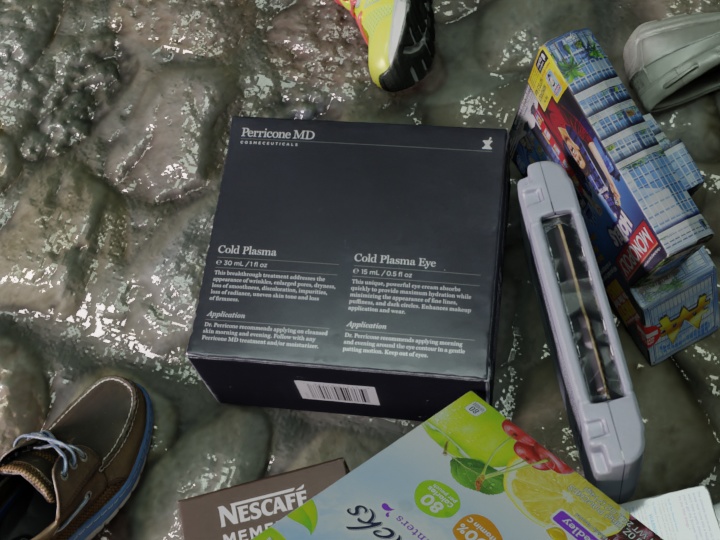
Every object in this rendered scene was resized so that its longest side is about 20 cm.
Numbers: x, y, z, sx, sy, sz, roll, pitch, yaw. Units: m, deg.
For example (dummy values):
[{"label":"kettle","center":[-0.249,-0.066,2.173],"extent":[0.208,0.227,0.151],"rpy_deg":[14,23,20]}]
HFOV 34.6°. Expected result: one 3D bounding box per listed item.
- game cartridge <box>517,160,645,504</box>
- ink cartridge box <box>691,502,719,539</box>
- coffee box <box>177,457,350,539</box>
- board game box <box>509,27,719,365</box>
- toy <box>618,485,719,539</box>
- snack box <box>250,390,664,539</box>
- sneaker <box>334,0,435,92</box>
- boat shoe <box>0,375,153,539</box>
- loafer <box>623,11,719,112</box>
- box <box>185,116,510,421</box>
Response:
[{"label":"game cartridge","center":[0.142,0.045,0.750],"extent":[0.041,0.133,0.201],"rpy_deg":[-12,66,1]},{"label":"ink cartridge box","center":[0.325,0.194,0.711],"extent":[0.199,0.057,0.163],"rpy_deg":[-19,65,-7]},{"label":"coffee box","center":[-0.039,0.233,0.717],"extent":[0.114,0.080,0.201],"rpy_deg":[-15,65,-1]},{"label":"board game box","center":[0.180,-0.043,0.776],"extent":[0.062,0.200,0.200],"rpy_deg":[-28,80,-5]},{"label":"toy","center":[0.132,0.216,0.723],"extent":[0.199,0.047,0.116],"rpy_deg":[-14,69,6]},{"label":"snack box","center":[0.055,0.176,0.643],"extent":[0.168,0.068,0.200],"rpy_deg":[36,46,28]},{"label":"sneaker","center":[0.010,-0.223,0.927],"extent":[0.090,0.078,0.201],"rpy_deg":[-7,59,13]},{"label":"boat shoe","center":[-0.204,0.145,0.768],"extent":[0.072,0.073,0.200],"rpy_deg":[16,57,17]},{"label":"loafer","center":[0.299,-0.164,0.864],"extent":[0.199,0.070,0.070],"rpy_deg":[-14,70,9]},{"label":"box","center":[0.000,0.000,0.804],"extent":[0.199,0.104,0.183],"rpy_deg":[5,67,9]}]
